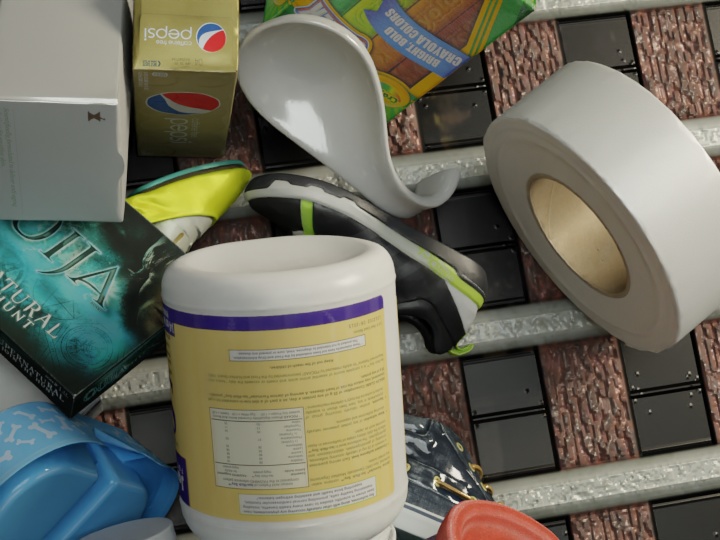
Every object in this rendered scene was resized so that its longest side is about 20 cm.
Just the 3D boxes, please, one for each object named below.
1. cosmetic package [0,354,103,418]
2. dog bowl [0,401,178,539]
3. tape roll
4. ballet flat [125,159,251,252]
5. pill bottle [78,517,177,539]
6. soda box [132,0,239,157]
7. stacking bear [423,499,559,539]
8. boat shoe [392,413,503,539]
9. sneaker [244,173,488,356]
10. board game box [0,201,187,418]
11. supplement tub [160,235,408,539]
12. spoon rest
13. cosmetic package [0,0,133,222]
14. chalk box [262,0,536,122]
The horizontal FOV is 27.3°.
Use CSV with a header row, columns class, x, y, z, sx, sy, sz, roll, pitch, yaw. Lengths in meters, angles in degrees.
class,x,y,z,sx,sy,sz,roll,pitch,yaw
cosmetic package,-0.277,0.055,1.004,0.107,0.090,0.200,-42,90,-14
dog bowl,-0.195,0.142,0.948,0.112,0.200,0.050,-47,64,2
tape roll,0.176,-0.042,1.032,0.071,0.203,0.203,-37,86,-14
ballet flat,-0.165,-0.024,1.038,0.198,0.067,0.068,-13,77,-20
pill bottle,-0.130,0.265,0.946,0.110,0.111,0.202,-13,96,-11
soda box,-0.120,-0.133,1.006,0.067,0.200,0.065,1,78,-8
stacking bear,0.035,0.250,0.963,0.113,0.122,0.200,33,119,-20
boat shoe,0.073,0.166,1.040,0.199,0.071,0.092,25,58,-13
sneaker,0.000,0.000,1.060,0.198,0.072,0.084,26,81,-6
board game box,-0.207,-0.013,0.952,0.199,0.028,0.135,39,51,13
supplement tub,-0.044,0.088,0.914,0.144,0.145,0.203,-5,101,-9
spoon rest,-0.005,-0.101,1.025,0.200,0.099,0.061,41,42,-32
cosmetic package,-0.190,-0.139,0.964,0.084,0.108,0.201,2,47,-7
chalk box,0.014,-0.202,1.046,0.124,0.199,0.125,33,42,-26
